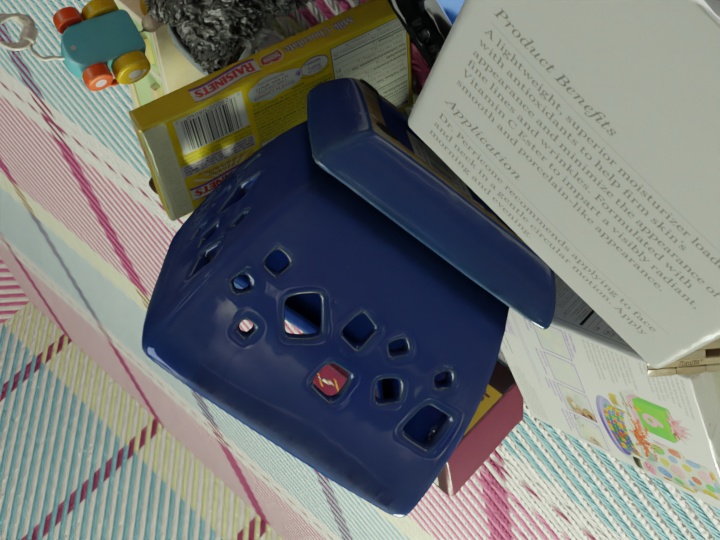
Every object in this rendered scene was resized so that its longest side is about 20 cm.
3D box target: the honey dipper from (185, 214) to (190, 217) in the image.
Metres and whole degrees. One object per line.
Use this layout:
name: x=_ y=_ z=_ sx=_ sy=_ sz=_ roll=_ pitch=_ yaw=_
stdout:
honey dipper: x=-0.115 y=-0.060 z=1.042 sx=0.199 sy=0.038 sz=0.038 roll=8 pitch=137 yaw=47

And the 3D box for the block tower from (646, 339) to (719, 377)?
block tower: x=0.183 y=-0.006 z=0.624 sx=0.057 sy=0.054 sz=0.200 roll=-7 pitch=147 yaw=13

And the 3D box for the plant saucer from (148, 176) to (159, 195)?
plant saucer: x=-0.076 y=-0.082 z=0.936 sx=0.200 sy=0.200 sz=0.037 roll=25 pitch=115 yaw=47

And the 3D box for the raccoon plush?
raccoon plush: x=-0.069 y=-0.214 z=0.696 sx=0.097 sy=0.134 sz=0.200 roll=43 pitch=160 yaw=15

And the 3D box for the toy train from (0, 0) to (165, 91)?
toy train: x=-0.215 y=-0.231 z=0.921 sx=0.150 sy=0.201 sz=0.056 roll=24 pitch=154 yaw=-4

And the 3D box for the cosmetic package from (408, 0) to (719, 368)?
cosmetic package: x=0.146 y=-0.092 z=0.436 sx=0.165 sy=0.165 sz=0.200 roll=45 pitch=160 yaw=5

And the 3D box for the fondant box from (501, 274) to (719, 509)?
fondant box: x=0.191 y=0.076 z=0.814 sx=0.200 sy=0.058 sz=0.145 roll=25 pitch=150 yaw=49

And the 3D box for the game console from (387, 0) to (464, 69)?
game console: x=0.113 y=-0.120 z=0.670 sx=0.200 sy=0.118 sz=0.171 roll=55 pitch=-170 yaw=-18

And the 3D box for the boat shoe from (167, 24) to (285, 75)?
boat shoe: x=-0.075 y=-0.150 z=0.864 sx=0.200 sy=0.070 sz=0.071 roll=35 pitch=-165 yaw=27

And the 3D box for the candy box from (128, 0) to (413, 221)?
candy box: x=-0.054 y=-0.112 z=0.765 sx=0.026 sy=0.199 sz=0.102 roll=56 pitch=166 yaw=27

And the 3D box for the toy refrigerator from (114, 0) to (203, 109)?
toy refrigerator: x=-0.184 y=-0.199 z=1.057 sx=0.076 sy=0.070 sz=0.200 roll=42 pitch=159 yaw=17

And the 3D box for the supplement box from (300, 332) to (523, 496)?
supplement box: x=0.048 y=0.106 z=1.084 sx=0.200 sy=0.110 sz=0.086 roll=35 pitch=157 yaw=29

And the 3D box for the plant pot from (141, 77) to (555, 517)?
plant pot: x=0.000 y=0.000 z=0.706 sx=0.200 sy=0.180 sz=0.200 roll=36 pitch=-165 yaw=-16
